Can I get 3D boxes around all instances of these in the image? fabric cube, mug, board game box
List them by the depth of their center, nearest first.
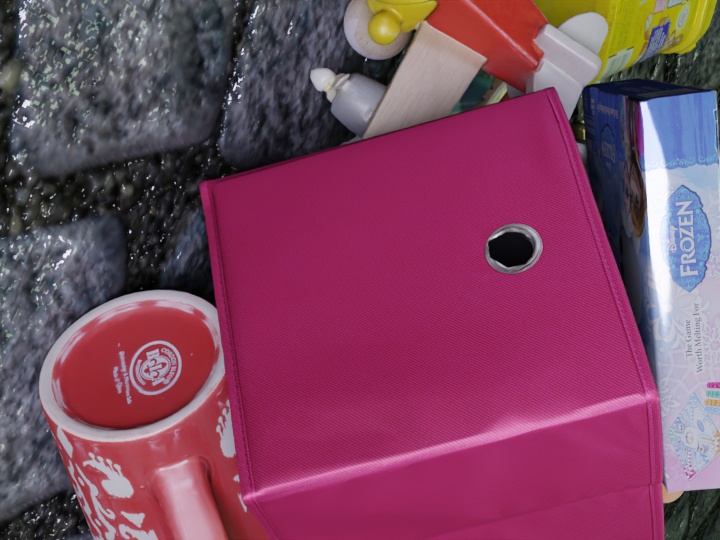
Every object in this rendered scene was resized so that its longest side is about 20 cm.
[{"bbox_3d":[0.041,0.053,0.736,0.201,0.198,0.197,70,7,-56],"label":"fabric cube"},{"bbox_3d":[0.165,-0.003,0.762,0.200,0.043,0.201,-81,164,-81],"label":"board game box"},{"bbox_3d":[-0.086,0.126,0.764,0.133,0.177,0.201,-41,139,-28],"label":"mug"}]

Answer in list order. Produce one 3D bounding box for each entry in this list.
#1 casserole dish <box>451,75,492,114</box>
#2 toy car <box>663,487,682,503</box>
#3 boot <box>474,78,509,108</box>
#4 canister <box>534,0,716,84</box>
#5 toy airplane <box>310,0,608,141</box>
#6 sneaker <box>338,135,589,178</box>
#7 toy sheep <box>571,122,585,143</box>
[{"bbox_3d":[0.066,-0.082,1.006,0.199,0.039,0.122,-11,121,-58],"label":"casserole dish"},{"bbox_3d":[0.205,0.128,1.162,0.199,0.184,0.178,28,85,-18],"label":"toy car"},{"bbox_3d":[0.114,-0.047,0.965,0.075,0.107,0.202,11,99,-62],"label":"boot"},{"bbox_3d":[0.218,-0.238,1.103,0.199,0.086,0.150,-28,133,-48],"label":"canister"},{"bbox_3d":[0.052,-0.156,0.819,0.199,0.141,0.201,-11,89,-42],"label":"toy airplane"},{"bbox_3d":[0.065,-0.059,0.851,0.199,0.080,0.077,-11,97,-31],"label":"sneaker"},{"bbox_3d":[0.199,-0.054,1.167,0.200,0.137,0.139,-27,133,-58],"label":"toy sheep"}]
